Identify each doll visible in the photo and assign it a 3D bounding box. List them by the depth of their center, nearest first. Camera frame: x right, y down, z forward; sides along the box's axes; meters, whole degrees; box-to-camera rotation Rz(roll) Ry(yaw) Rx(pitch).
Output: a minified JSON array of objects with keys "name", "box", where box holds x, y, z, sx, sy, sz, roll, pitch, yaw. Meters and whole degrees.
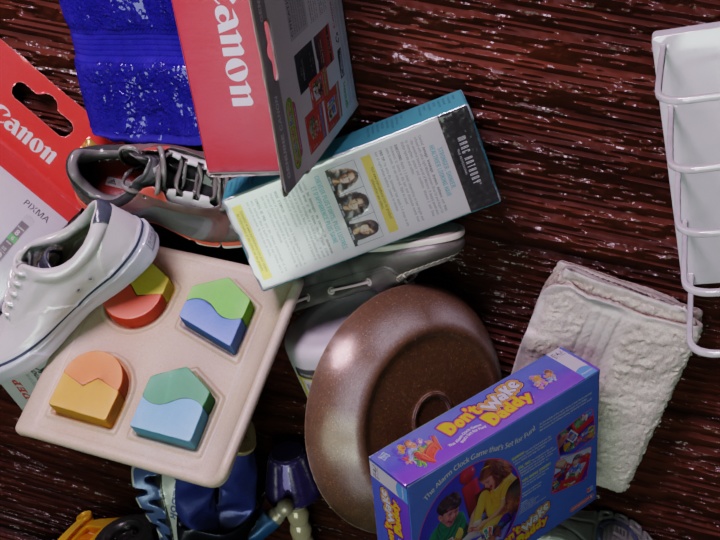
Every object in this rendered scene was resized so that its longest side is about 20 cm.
[{"name":"doll","box":[-0.124,0.223,1.029,0.135,0.049,0.202,-11,131,-23]}]

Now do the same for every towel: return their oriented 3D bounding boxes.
[{"name":"towel","box":[-0.169,-0.194,0.892,0.146,0.050,0.202,1,119,16]},{"name":"towel","box":[0.192,0.094,0.952,0.131,0.035,0.202,18,123,8]}]

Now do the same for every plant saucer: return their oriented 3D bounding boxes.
[{"name":"plant saucer","box":[0.047,0.113,0.900,0.037,0.200,0.202,11,131,54]}]

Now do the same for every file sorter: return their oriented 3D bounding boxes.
[{"name":"file sorter","box":[0.279,-0.058,0.782,0.137,0.125,0.202,-5,117,20]}]

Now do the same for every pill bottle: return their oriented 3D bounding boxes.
[{"name":"pill bottle","box":[0.021,0.120,0.974,0.111,0.113,0.202,-12,115,24]}]

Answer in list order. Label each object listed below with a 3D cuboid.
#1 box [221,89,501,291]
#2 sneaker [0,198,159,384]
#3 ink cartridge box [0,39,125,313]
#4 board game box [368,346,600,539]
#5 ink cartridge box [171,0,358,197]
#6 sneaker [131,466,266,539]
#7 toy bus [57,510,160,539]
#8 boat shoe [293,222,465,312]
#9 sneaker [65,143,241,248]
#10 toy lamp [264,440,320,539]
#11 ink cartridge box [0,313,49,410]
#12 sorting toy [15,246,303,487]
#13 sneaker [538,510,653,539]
[{"name":"box","box":[0.000,-0.061,0.878,0.198,0.049,0.083,-20,112,6]},{"name":"sneaker","box":[-0.254,0.012,0.919,0.200,0.073,0.071,-40,126,13]},{"name":"ink cartridge box","box":[-0.317,-0.074,0.953,0.161,0.050,0.200,40,94,-8]},{"name":"board game box","box":[0.102,0.163,0.891,0.045,0.199,0.136,30,135,45]},{"name":"ink cartridge box","box":[-0.075,-0.175,0.797,0.083,0.176,0.202,0,119,17]},{"name":"sneaker","box":[-0.136,0.254,1.122,0.114,0.081,0.201,-12,113,26]},{"name":"toy bus","box":[-0.288,0.338,1.157,0.190,0.200,0.137,0,119,26]},{"name":"boat shoe","box":[0.000,0.000,0.938,0.198,0.067,0.058,-7,107,29]},{"name":"sneaker","box":[-0.145,-0.065,0.917,0.197,0.082,0.078,3,80,6]},{"name":"toy lamp","box":[-0.056,0.255,1.113,0.058,0.058,0.202,1,121,17]},{"name":"ink cartridge box","box":[-0.216,0.086,1.023,0.198,0.084,0.145,2,143,17]},{"name":"sorting toy","box":[-0.162,0.063,0.909,0.198,0.187,0.037,9,152,21]},{"name":"sneaker","box":[0.188,0.255,1.035,0.199,0.075,0.088,28,136,9]}]
